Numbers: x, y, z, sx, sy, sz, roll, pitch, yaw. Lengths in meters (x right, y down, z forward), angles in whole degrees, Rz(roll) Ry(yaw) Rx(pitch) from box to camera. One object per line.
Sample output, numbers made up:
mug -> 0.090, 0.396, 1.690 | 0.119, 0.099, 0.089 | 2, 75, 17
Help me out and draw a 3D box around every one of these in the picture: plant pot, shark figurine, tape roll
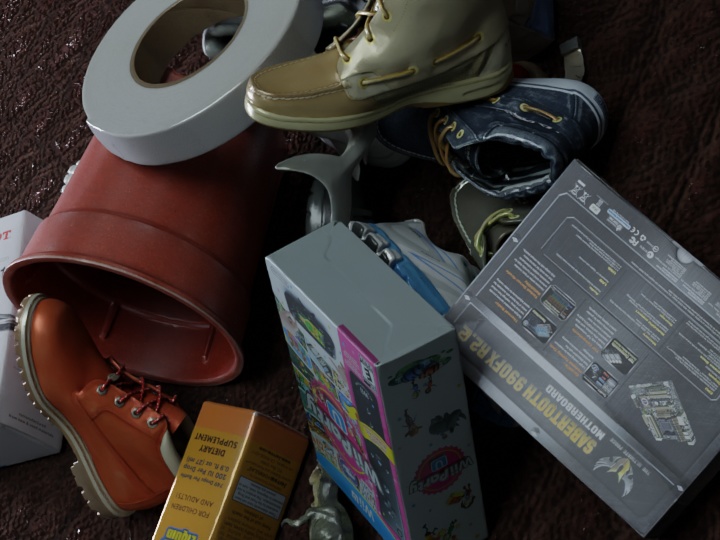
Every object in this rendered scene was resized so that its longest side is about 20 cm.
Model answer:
plant pot -> -0.155, -0.041, 1.618 | 0.200, 0.201, 0.196 | -3, 57, 39
shark figurine -> -0.017, -0.094, 1.508 | 0.128, 0.090, 0.215 | -23, 32, -10
tape roll -> -0.122, -0.166, 1.546 | 0.202, 0.037, 0.203 | -21, 41, 20

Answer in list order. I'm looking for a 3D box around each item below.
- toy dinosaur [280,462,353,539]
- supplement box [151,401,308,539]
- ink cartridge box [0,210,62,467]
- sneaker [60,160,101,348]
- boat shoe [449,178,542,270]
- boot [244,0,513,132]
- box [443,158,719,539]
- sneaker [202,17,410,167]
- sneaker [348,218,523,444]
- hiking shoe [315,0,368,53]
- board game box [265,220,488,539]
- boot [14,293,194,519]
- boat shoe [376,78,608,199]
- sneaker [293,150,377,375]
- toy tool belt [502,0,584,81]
toy dinosaur -> -0.031, 0.224, 1.459 | 0.088, 0.047, 0.201 | -29, 54, 17
supplement box -> -0.111, 0.204, 1.521 | 0.066, 0.069, 0.201 | 7, 74, 44
ink cartridge box -> -0.325, 0.066, 1.765 | 0.146, 0.086, 0.201 | -16, 59, 33
sneaker -> -0.213, -0.015, 1.721 | 0.090, 0.078, 0.201 | -14, 59, 31
boat shoe -> 0.119, -0.013, 1.448 | 0.072, 0.060, 0.202 | -48, 46, 9
boot -> 0.011, -0.183, 1.417 | 0.199, 0.156, 0.073 | -11, 37, -10
box -> 0.167, 0.051, 1.326 | 0.200, 0.048, 0.159 | 41, 98, 19
sneaker -> -0.042, -0.143, 1.607 | 0.200, 0.081, 0.075 | 33, 109, 20
sneaker -> 0.069, 0.034, 1.461 | 0.200, 0.086, 0.075 | 55, 140, 23
hiking shoe -> -0.053, -0.210, 1.691 | 0.199, 0.076, 0.101 | 10, 71, 42
board game box -> 0.013, 0.087, 1.386 | 0.064, 0.201, 0.148 | -28, 42, -17
boot -> -0.189, 0.097, 1.575 | 0.107, 0.201, 0.075 | -13, 27, 29
boat shoe -> 0.075, -0.100, 1.485 | 0.199, 0.071, 0.091 | 1, 31, 34
sneaker -> 0.000, 0.000, 1.550 | 0.081, 0.073, 0.201 | -3, 65, 15
toy tool belt -> 0.089, -0.213, 1.539 | 0.124, 0.123, 0.201 | -24, 54, 29
